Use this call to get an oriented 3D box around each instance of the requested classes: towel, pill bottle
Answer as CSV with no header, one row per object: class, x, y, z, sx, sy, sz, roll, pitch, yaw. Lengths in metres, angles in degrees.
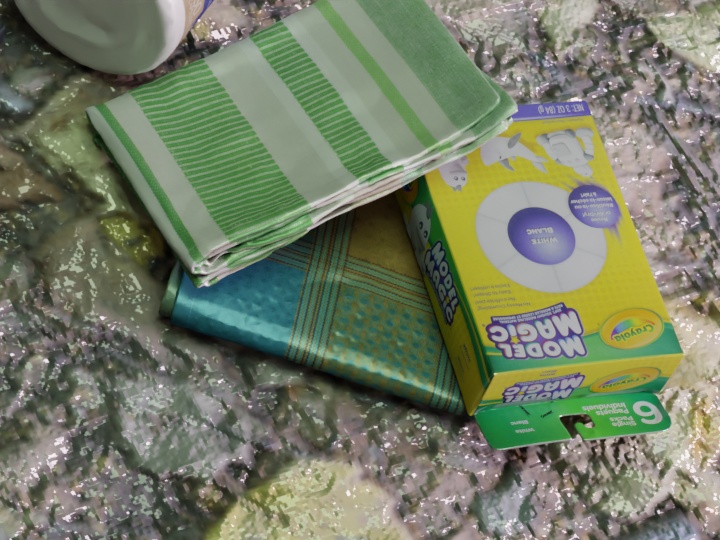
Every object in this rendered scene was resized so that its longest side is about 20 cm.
towel,-0.034,-0.084,1.503,0.200,0.023,0.153,-27,50,-12
pill bottle,-0.107,-0.212,1.565,0.111,0.111,0.200,30,53,5
towel,0.000,0.000,1.507,0.200,0.022,0.147,19,52,-5

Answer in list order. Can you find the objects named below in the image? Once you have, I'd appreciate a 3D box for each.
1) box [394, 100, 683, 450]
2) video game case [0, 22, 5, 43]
box,0.095,0.002,1.496,0.117,0.048,0.200,-6,60,-21
video game case,-0.315,-0.140,1.507,0.200,0.019,0.143,33,53,6
